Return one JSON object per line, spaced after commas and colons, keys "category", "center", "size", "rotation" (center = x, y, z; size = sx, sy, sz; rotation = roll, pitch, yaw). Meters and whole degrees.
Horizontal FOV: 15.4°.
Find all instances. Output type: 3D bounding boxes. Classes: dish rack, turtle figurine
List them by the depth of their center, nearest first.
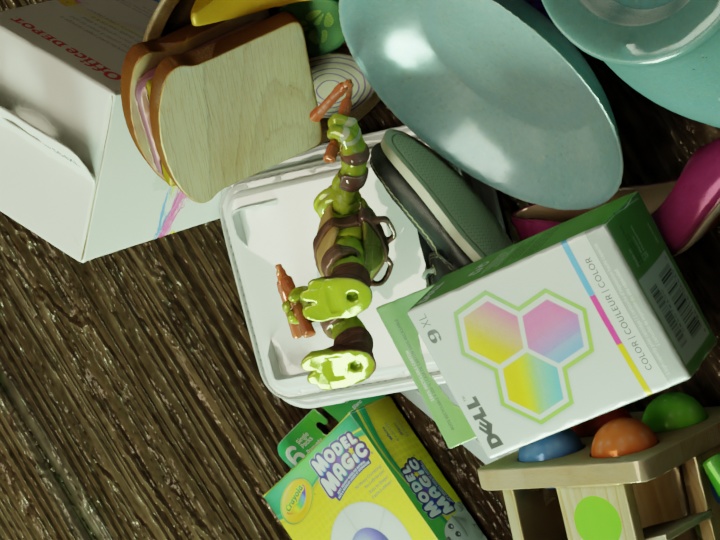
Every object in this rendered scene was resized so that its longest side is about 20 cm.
{"category": "turtle figurine", "center": [-0.012, -0.001, 1.627], "size": [0.064, 0.161, 0.200], "rotation": [10, 126, -8]}
{"category": "dish rack", "center": [0.000, 0.000, 1.727], "size": [0.200, 0.044, 0.172], "rotation": [-12, 95, 27]}

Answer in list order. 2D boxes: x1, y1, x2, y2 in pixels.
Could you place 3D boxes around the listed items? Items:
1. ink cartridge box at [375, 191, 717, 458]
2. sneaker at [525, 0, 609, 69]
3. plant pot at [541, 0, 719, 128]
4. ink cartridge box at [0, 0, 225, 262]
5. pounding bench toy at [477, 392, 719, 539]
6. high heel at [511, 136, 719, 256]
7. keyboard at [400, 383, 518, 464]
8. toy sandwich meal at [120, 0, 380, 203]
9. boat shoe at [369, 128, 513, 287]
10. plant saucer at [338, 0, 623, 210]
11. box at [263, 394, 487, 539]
{"category": "ink cartridge box", "center": [0.098, 0.042, 1.572], "size": [0.200, 0.059, 0.104], "rotation": [-24, 100, 32]}
{"category": "sneaker", "center": [0.138, -0.175, 1.570], "size": [0.100, 0.070, 0.200], "rotation": [43, 134, 19]}
{"category": "plant pot", "center": [0.192, -0.170, 1.409], "size": [0.200, 0.188, 0.200], "rotation": [-1, 88, 37]}
{"category": "ink cartridge box", "center": [-0.166, -0.101, 1.759], "size": [0.128, 0.200, 0.125], "rotation": [30, 122, 31]}
{"category": "pounding bench toy", "center": [0.194, 0.155, 1.584], "size": [0.200, 0.124, 0.156], "rotation": [-7, 99, 42]}
{"category": "high heel", "center": [0.163, -0.047, 1.581], "size": [0.096, 0.067, 0.200], "rotation": [46, 132, 7]}
{"category": "keyboard", "center": [0.062, 0.078, 1.753], "size": [0.200, 0.011, 0.056], "rotation": [39, 121, 24]}
{"category": "toy sandwich meal", "center": [-0.051, -0.128, 1.655], "size": [0.070, 0.205, 0.205], "rotation": [61, 138, 44]}
{"category": "boat shoe", "center": [0.065, 0.003, 1.643], "size": [0.068, 0.072, 0.200], "rotation": [-37, 91, 23]}
{"category": "plant saucer", "center": [0.078, -0.117, 1.563], "size": [0.201, 0.039, 0.201], "rotation": [31, 157, 15]}
{"category": "box", "center": [0.016, 0.177, 1.797], "size": [0.200, 0.048, 0.117], "rotation": [56, 131, 15]}
